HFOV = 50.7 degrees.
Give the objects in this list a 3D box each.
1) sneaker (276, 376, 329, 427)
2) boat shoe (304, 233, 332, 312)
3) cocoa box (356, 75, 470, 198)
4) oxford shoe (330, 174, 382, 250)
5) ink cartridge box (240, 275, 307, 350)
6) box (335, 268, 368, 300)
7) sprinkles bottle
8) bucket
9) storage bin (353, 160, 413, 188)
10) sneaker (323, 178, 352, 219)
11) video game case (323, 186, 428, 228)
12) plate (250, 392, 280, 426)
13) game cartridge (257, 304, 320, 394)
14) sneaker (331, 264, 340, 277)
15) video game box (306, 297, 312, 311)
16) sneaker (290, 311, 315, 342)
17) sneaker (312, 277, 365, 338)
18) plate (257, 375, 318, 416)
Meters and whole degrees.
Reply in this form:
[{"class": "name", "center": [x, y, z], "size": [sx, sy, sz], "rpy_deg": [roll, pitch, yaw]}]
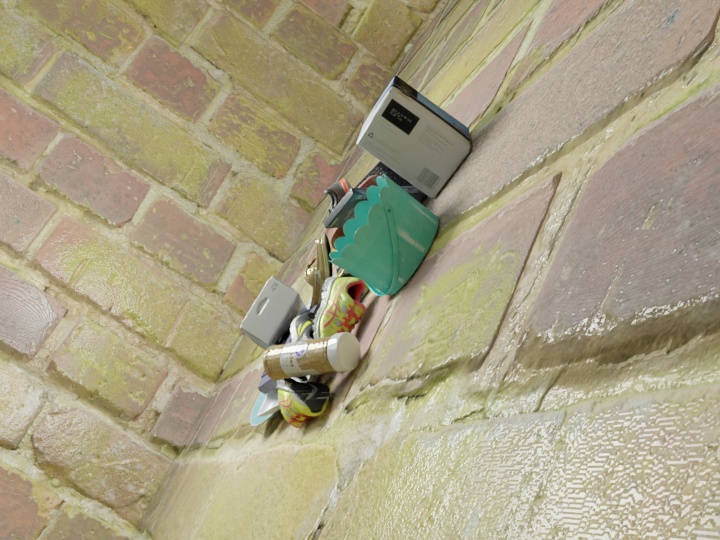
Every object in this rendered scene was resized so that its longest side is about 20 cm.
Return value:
[{"class": "sneaker", "center": [-0.109, 0.258, 1.446], "size": [0.199, 0.076, 0.093], "rpy_deg": [-173, 86, -71]}, {"class": "boat shoe", "center": [-0.097, 0.015, 1.748], "size": [0.074, 0.065, 0.204], "rpy_deg": [-83, -8, -69]}, {"class": "cocoa box", "center": [0.110, -0.274, 1.547], "size": [0.134, 0.198, 0.132], "rpy_deg": [-52, 11, 26]}, {"class": "oxford shoe", "center": [-0.009, -0.139, 1.685], "size": [0.201, 0.070, 0.074], "rpy_deg": [-53, 20, 27]}, {"class": "ink cartridge box", "center": [-0.206, 0.116, 1.842], "size": [0.149, 0.085, 0.200], "rpy_deg": [-59, -8, -11]}, {"class": "box", "center": [0.000, 0.000, 1.634], "size": [0.202, 0.074, 0.050], "rpy_deg": [-57, 8, 14]}, {"class": "sprinkles bottle", "center": [-0.092, 0.161, 1.404], "size": [0.197, 0.069, 0.069], "rpy_deg": [-14, 38, 38]}, {"class": "bucket", "center": [0.044, -0.062, 1.424], "size": [0.209, 0.133, 0.208], "rpy_deg": [-55, 10, 14]}, {"class": "storage bin", "center": [0.052, -0.189, 1.754], "size": [0.200, 0.094, 0.135], "rpy_deg": [-43, 2, 41]}, {"class": "sneaker", "center": [-0.044, -0.120, 1.881], "size": [0.080, 0.204, 0.077], "rpy_deg": [-19, 10, -17]}, {"class": "video game case", "center": [0.037, -0.133, 1.593], "size": [0.143, 0.196, 0.019], "rpy_deg": [-45, 56, 52]}, {"class": "plate", "center": [-0.190, 0.285, 1.787], "size": [0.200, 0.025, 0.201], "rpy_deg": [-47, 16, 18]}, {"class": "game cartridge", "center": [-0.159, 0.178, 1.721], "size": [0.129, 0.038, 0.202], "rpy_deg": [-32, 23, 42]}, {"class": "sneaker", "center": [-0.008, -0.024, 1.755], "size": [0.109, 0.070, 0.201], "rpy_deg": [-49, 9, 18]}, {"class": "video game box", "center": [-0.116, 0.127, 1.888], "size": [0.182, 0.046, 0.202], "rpy_deg": [-37, 24, 60]}, {"class": "sneaker", "center": [-0.099, 0.141, 1.574], "size": [0.084, 0.075, 0.201], "rpy_deg": [-32, 20, 18]}, {"class": "sneaker", "center": [-0.035, 0.092, 1.494], "size": [0.089, 0.078, 0.203], "rpy_deg": [-11, 53, 24]}, {"class": "plate", "center": [-0.130, 0.222, 1.657], "size": [0.199, 0.032, 0.202], "rpy_deg": [-34, 24, 48]}]
